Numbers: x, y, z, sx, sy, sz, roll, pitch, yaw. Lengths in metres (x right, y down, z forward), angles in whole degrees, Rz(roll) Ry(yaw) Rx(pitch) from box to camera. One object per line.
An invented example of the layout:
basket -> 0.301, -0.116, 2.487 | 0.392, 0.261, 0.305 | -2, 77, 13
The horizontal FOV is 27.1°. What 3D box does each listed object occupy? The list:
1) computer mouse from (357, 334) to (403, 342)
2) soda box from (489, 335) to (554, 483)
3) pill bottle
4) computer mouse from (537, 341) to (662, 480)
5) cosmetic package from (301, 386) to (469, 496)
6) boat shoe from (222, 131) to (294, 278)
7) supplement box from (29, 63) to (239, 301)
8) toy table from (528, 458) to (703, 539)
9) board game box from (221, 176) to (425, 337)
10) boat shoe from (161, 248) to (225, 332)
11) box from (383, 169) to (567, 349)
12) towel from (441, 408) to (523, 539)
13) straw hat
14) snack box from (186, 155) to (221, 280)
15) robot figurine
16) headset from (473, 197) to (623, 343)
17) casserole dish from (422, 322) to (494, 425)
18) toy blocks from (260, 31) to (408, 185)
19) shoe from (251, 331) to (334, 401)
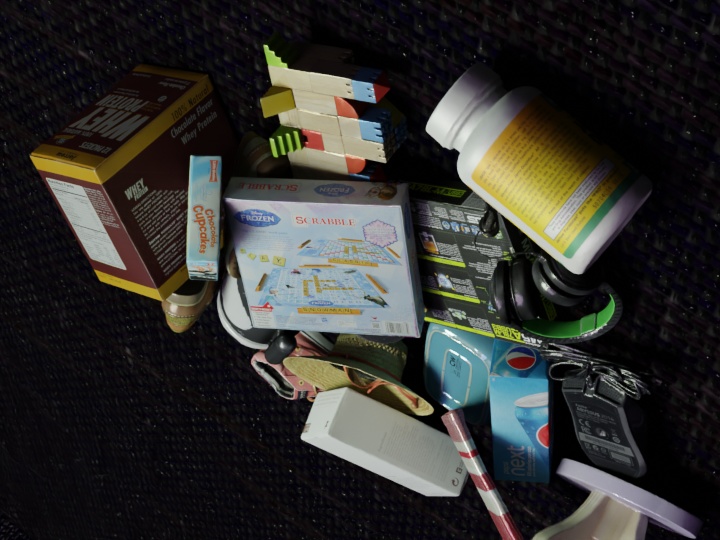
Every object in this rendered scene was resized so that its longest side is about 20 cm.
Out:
computer mouse -> 0.000, 0.000, 1.748 | 0.138, 0.053, 0.200 | -25, 122, 15
soda box -> 0.187, 0.161, 1.717 | 0.068, 0.064, 0.200 | 4, 139, 11
pill bottle -> 0.162, -0.100, 1.391 | 0.200, 0.113, 0.113 | 40, 151, 9
computer mouse -> 0.275, 0.148, 1.616 | 0.138, 0.053, 0.200 | 18, 143, 36
cosmetic package -> 0.036, 0.222, 1.919 | 0.200, 0.074, 0.102 | 28, 162, -18
boat shoe -> -0.127, -0.078, 1.711 | 0.076, 0.072, 0.200 | 48, 139, 25
supplement box -> -0.254, -0.111, 1.822 | 0.133, 0.197, 0.200 | 15, 140, 43
toy table -> 0.279, 0.298, 1.691 | 0.184, 0.117, 0.200 | 31, 172, -24
board game box -> -0.037, -0.013, 1.649 | 0.200, 0.041, 0.200 | 3, 134, 13
boat shoe -> -0.210, 0.001, 1.907 | 0.072, 0.200, 0.068 | 16, 126, 8
box -> 0.115, -0.012, 1.633 | 0.200, 0.048, 0.193 | 12, 139, 44
towel -> 0.151, 0.253, 1.752 | 0.200, 0.023, 0.144 | 63, 178, 5
straw hat -> 0.011, 0.109, 1.866 | 0.201, 0.085, 0.201 | 18, 165, 5
snack box -> -0.175, -0.056, 1.681 | 0.037, 0.116, 0.200 | 2, 174, -5
robot figurine -> -0.111, 0.023, 1.881 | 0.125, 0.150, 0.200 | 33, 151, -5
headset -> 0.182, -0.001, 1.511 | 0.123, 0.094, 0.200 | -23, 134, 32
casserole dish -> 0.125, 0.118, 1.791 | 0.121, 0.039, 0.200 | 33, 148, 20
toy blocks -> -0.015, -0.158, 1.581 | 0.136, 0.100, 0.200 | 14, 136, 26
shoe -> -0.049, 0.151, 1.999 | 0.200, 0.091, 0.072 | 37, 150, 15
